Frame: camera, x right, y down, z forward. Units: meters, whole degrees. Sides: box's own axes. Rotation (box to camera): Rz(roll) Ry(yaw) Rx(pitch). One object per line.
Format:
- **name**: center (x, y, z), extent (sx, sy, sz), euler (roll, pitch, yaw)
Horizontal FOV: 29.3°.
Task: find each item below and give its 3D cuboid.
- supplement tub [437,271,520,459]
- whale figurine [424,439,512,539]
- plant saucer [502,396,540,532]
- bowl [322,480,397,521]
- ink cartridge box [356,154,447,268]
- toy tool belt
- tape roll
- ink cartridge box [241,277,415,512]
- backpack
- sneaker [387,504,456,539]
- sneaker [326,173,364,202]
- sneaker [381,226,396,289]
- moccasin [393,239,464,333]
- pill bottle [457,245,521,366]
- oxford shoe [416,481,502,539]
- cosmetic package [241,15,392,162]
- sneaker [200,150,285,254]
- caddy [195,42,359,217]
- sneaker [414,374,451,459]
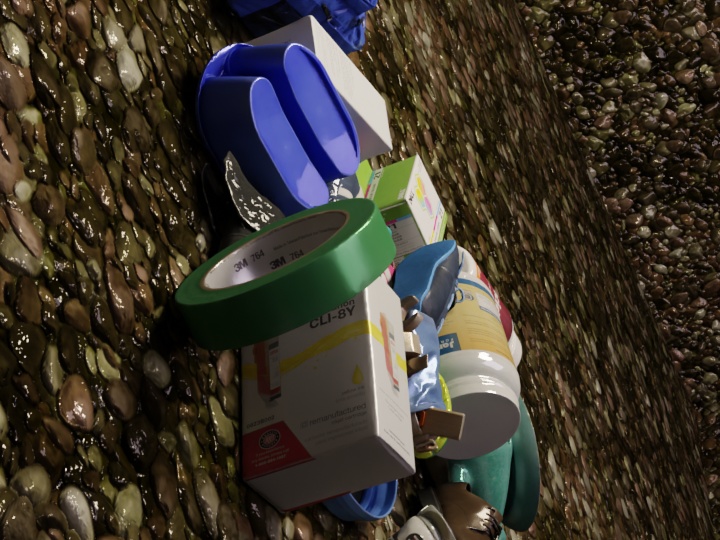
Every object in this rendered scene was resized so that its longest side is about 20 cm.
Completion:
- **supplement tub**: center (0.113, 0.113, 1.676), extent (0.145, 0.144, 0.201), euler (53, 17, -42)
- **whale figurine**: center (0.153, 0.264, 1.741), extent (0.159, 0.103, 0.201), euler (13, 58, -69)
- **plant saucer**: center (0.189, 0.249, 1.837), extent (0.200, 0.027, 0.202), euler (175, -90, -74)
- **bowl**: center (-0.020, 0.168, 1.455), extent (0.201, 0.039, 0.201), euler (55, 25, -40)
- **ink cartridge box**: center (0.037, -0.113, 1.824), extent (0.148, 0.075, 0.201), euler (-73, 141, -60)
- **toy tool belt**: center (0.046, 0.094, 1.430), extent (0.125, 0.122, 0.201), euler (24, 51, -51)
- **tape roll**: center (-0.068, 0.001, 1.233), extent (0.048, 0.199, 0.201), euler (64, 20, -16)
- **ink cartridge box**: center (-0.035, 0.108, 1.309), extent (0.083, 0.144, 0.201), euler (48, 29, -46)
- **backpack**: center (-0.062, -0.335, 1.631), extent (0.200, 0.167, 0.163), euler (45, 38, -59)
- **sneaker**: center (0.052, 0.316, 1.490), extent (0.074, 0.088, 0.200), euler (51, -13, 25)
- **sneaker**: center (-0.046, -0.074, 1.551), extent (0.200, 0.075, 0.085), euler (-79, 152, -61)
- **sneaker**: center (0.000, 0.000, 1.597), extent (0.200, 0.083, 0.121), euler (-49, 124, -77)
- **moccasin**: center (0.076, 0.027, 1.609), extent (0.069, 0.080, 0.200), euler (67, 26, -17)
- **pill bottle**: center (0.141, 0.066, 1.884), extent (0.200, 0.114, 0.115), euler (53, 26, -43)
- **oxford shoe**: center (0.127, 0.300, 1.572), extent (0.200, 0.084, 0.073), euler (-114, -174, -60)
- **cosmetic package**: center (-0.054, -0.196, 1.598), extent (0.200, 0.112, 0.082), euler (43, 34, -57)
- **sneaker**: center (-0.092, -0.021, 1.397), extent (0.200, 0.060, 0.105), euler (44, 34, -39)
- **caddy**: center (-0.093, -0.145, 1.449), extent (0.142, 0.105, 0.201), euler (-50, 123, -36)
- **sneaker**: center (0.061, 0.136, 1.544), extent (0.200, 0.074, 0.084), euler (-111, 175, -49)
